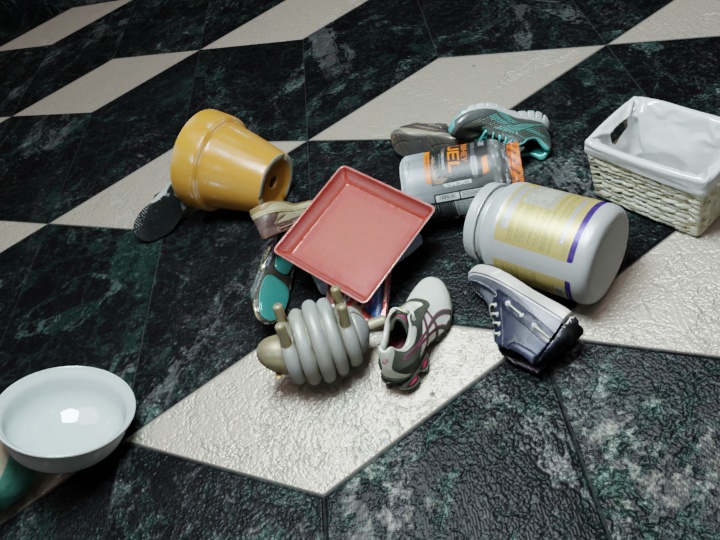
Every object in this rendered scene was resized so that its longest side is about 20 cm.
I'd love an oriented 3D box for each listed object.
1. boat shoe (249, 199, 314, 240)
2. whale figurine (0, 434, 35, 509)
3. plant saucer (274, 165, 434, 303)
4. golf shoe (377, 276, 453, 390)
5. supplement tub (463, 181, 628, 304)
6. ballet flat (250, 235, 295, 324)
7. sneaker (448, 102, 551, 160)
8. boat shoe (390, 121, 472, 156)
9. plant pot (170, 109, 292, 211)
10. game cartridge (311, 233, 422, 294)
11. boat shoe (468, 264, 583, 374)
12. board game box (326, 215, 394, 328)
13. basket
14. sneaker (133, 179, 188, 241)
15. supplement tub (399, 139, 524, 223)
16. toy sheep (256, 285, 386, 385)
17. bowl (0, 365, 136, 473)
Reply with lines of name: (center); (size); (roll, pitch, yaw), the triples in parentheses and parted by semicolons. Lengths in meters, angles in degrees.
boat shoe: (-0.109, -0.080, 1.131); (0.072, 0.200, 0.072); (-24, 80, 32)
whale figurine: (-0.587, 0.331, 0.996); (0.200, 0.104, 0.159); (-40, 41, 20)
plant saucer: (-0.008, -0.059, 1.053); (0.199, 0.037, 0.200); (29, 73, 27)
golf shoe: (0.082, 0.075, 0.940); (0.077, 0.088, 0.200); (3, 49, 28)
supplement tub: (0.267, -0.047, 0.933); (0.200, 0.146, 0.145); (23, 61, 37)
ballet flat: (-0.156, 0.020, 1.119); (0.072, 0.072, 0.201); (-5, 47, 19)
sneaker: (0.256, -0.240, 1.134); (0.199, 0.078, 0.091); (-1, 55, -14)
boat shoe: (0.153, -0.252, 1.225); (0.200, 0.075, 0.073); (21, 54, 30)
plant pot: (-0.244, -0.200, 1.280); (0.183, 0.200, 0.200); (21, 58, 18)
game cartridge: (0.001, -0.041, 1.121); (0.200, 0.041, 0.133); (-28, 48, -3)
boat shoe: (0.206, 0.066, 0.906); (0.093, 0.075, 0.200); (-45, 41, -11)
board game box: (0.000, 0.000, 1.050); (0.103, 0.019, 0.201); (-2, 61, 15)
basket: (0.463, -0.158, 0.969); (0.135, 0.124, 0.200); (-40, 45, -15)
sneaker: (-0.406, -0.145, 1.374); (0.200, 0.074, 0.088); (-48, 17, -4)
supplement tub: (0.175, -0.152, 1.087); (0.199, 0.123, 0.123); (-9, 46, 15)
toy sheep: (-0.056, 0.100, 0.944); (0.199, 0.138, 0.138); (-15, 44, -1)
bowl: (-0.450, 0.243, 0.982); (0.200, 0.091, 0.201); (9, 29, -5)
